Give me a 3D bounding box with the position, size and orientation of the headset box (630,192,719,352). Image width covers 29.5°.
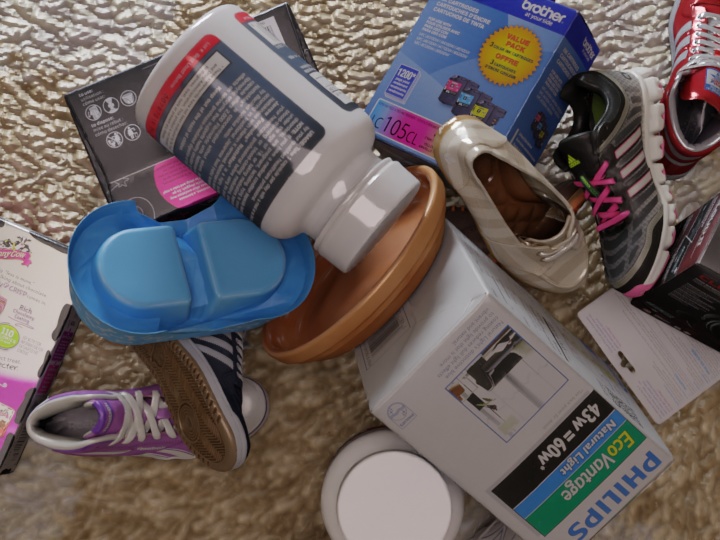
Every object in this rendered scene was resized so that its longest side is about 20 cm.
[{"bbox_3d":[0.314,0.013,1.057,0.149,0.200,0.077,28,79,1],"label":"headset box"}]

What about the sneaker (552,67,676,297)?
[{"bbox_3d":[0.198,-0.077,1.106,0.087,0.074,0.200,8,72,-24],"label":"sneaker"}]

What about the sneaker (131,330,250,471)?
[{"bbox_3d":[-0.112,0.074,1.119,0.108,0.070,0.200,-7,46,-36],"label":"sneaker"}]

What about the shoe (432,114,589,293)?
[{"bbox_3d":[0.128,-0.042,1.084,0.070,0.053,0.200,-47,124,-3],"label":"shoe"}]

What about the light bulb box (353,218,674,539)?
[{"bbox_3d":[0.109,0.089,1.064,0.200,0.198,0.125,42,100,-16],"label":"light bulb box"}]

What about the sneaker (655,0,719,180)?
[{"bbox_3d":[0.297,-0.180,1.163,0.071,0.112,0.200,15,85,1],"label":"sneaker"}]

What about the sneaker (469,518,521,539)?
[{"bbox_3d":[0.140,0.225,1.140,0.074,0.087,0.200,26,87,-6],"label":"sneaker"}]

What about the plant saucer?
[{"bbox_3d":[0.000,0.000,1.112,0.037,0.200,0.200,42,86,-20],"label":"plant saucer"}]

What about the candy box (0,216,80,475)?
[{"bbox_3d":[-0.322,0.056,1.165,0.136,0.061,0.200,24,86,2],"label":"candy box"}]

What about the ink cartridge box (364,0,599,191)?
[{"bbox_3d":[0.107,-0.168,1.157,0.136,0.076,0.200,27,83,29],"label":"ink cartridge box"}]

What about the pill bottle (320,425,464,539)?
[{"bbox_3d":[0.025,0.181,1.087,0.112,0.200,0.112,0,86,0],"label":"pill bottle"}]

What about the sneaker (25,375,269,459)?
[{"bbox_3d":[-0.176,0.125,1.135,0.200,0.114,0.073,-8,84,-2],"label":"sneaker"}]

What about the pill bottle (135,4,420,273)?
[{"bbox_3d":[-0.059,-0.095,1.034,0.200,0.120,0.120,40,86,5],"label":"pill bottle"}]

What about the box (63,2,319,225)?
[{"bbox_3d":[-0.125,-0.119,1.155,0.200,0.115,0.132,-23,84,-3],"label":"box"}]

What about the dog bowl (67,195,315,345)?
[{"bbox_3d":[-0.136,0.002,1.074,0.200,0.050,0.112,-7,69,-28],"label":"dog bowl"}]

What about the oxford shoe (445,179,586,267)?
[{"bbox_3d":[0.104,-0.033,1.172,0.200,0.071,0.073,-30,81,-2],"label":"oxford shoe"}]

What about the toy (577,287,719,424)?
[{"bbox_3d":[0.294,0.031,1.179,0.200,0.047,0.115,-35,83,-8],"label":"toy"}]
